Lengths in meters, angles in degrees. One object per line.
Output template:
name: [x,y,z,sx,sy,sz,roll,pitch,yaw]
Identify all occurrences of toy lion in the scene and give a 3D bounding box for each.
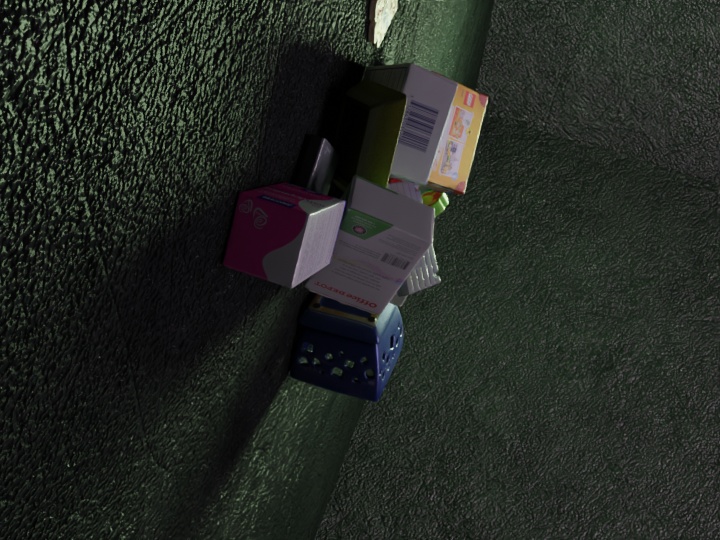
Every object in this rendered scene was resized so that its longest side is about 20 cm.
toy lion: [0.110,-0.127,1.876,0.191,0.069,0.200,-39,-162,-12]

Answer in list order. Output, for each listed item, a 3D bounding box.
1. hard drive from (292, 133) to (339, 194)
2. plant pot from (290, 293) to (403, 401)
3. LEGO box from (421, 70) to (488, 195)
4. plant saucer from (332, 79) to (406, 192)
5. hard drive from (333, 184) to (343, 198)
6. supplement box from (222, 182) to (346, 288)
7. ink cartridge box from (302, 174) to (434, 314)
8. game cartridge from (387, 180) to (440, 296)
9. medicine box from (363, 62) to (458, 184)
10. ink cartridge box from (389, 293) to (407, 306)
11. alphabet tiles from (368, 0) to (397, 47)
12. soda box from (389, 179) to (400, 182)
hard drive: [-0.088,-0.107,1.283,0.140,0.033,0.202,25,83,-81]
plant pot: [-0.021,0.122,1.653,0.201,0.198,0.181,-60,160,-51]
LEGO box: [0.149,-0.264,1.546,0.077,0.148,0.202,15,-90,55]
plant saucer: [-0.001,-0.211,1.334,0.200,0.047,0.202,-135,-125,-62]
hard drive: [0.005,-0.111,1.561,0.042,0.134,0.200,-46,160,-18]
supplement box: [-0.098,-0.053,1.092,0.200,0.100,0.104,-43,150,-74]
ink cartridge box: [0.010,-0.035,1.276,0.088,0.144,0.201,-82,-163,-44]
game cartridge: [0.084,-0.062,1.454,0.129,0.038,0.202,-15,93,-51]
medicine box: [0.062,-0.261,1.421,0.200,0.102,0.184,28,-78,66]
ink cartridge box: [0.010,-0.025,1.479,0.117,0.198,0.068,-55,164,-46]
alphabet tiles: [0.053,-0.508,1.435,0.196,0.014,0.201,94,16,-59]
soda box: [0.064,-0.171,1.704,0.200,0.063,0.071,-50,-151,-1]
